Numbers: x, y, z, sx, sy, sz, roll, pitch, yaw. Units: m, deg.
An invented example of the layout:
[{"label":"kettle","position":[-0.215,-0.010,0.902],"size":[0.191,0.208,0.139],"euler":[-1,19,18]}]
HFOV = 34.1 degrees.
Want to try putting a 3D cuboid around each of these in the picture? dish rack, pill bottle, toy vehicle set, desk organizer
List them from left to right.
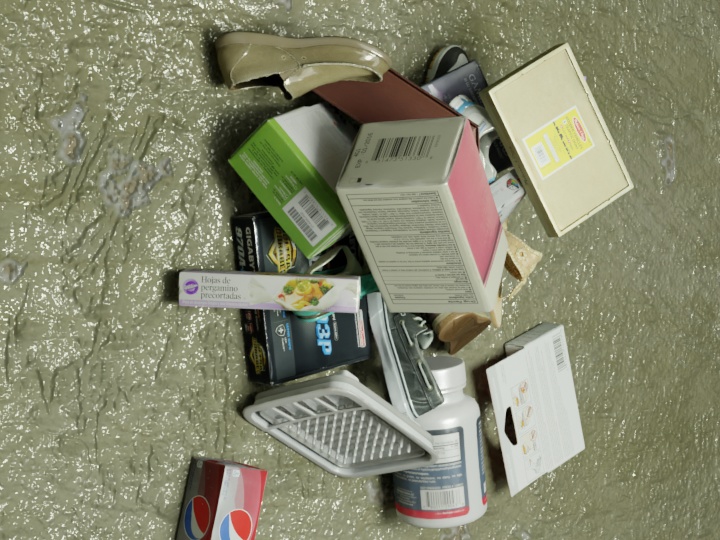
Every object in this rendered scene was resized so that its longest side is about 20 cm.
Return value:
[{"label":"dish rack","position":[-0.019,0.179,1.383],"size":[0.200,0.172,0.044],"euler":[40,47,-35]},{"label":"desk organizer","position":[0.038,-0.179,1.377],"size":[0.077,0.200,0.072],"euler":[-50,163,-11]},{"label":"pill bottle","position":[0.097,0.217,1.507],"size":[0.120,0.120,0.200],"euler":[-11,100,-40]},{"label":"toy vehicle set","position":[0.238,-0.157,1.418],"size":[0.124,0.027,0.200],"euler":[-32,104,-17]}]

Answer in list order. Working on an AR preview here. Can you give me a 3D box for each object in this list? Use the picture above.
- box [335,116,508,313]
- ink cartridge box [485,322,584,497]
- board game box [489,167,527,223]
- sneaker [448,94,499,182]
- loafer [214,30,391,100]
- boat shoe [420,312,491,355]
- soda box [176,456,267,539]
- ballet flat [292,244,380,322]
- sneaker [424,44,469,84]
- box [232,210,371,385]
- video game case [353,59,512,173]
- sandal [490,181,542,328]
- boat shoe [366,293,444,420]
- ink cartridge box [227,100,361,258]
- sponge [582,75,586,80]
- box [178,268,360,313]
[{"label":"box","position":[0.073,-0.057,1.287],"size":[0.200,0.128,0.109],"euler":[66,33,-42]},{"label":"ink cartridge box","position":[0.240,0.197,1.680],"size":[0.173,0.044,0.200],"euler":[-23,108,-37]},{"label":"board game box","position":[0.128,-0.038,1.481],"size":[0.126,0.200,0.035],"euler":[-34,77,-35]},{"label":"sneaker","position":[0.114,-0.110,1.418],"size":[0.200,0.087,0.075],"euler":[-65,159,0]},{"label":"loafer","position":[-0.065,-0.226,1.327],"size":[0.200,0.076,0.068],"euler":[3,85,-2]},{"label":"boat shoe","position":[0.115,0.057,1.517],"size":[0.072,0.072,0.200],"euler":[-40,163,6]},{"label":"soda box","position":[-0.165,0.315,1.318],"size":[0.063,0.070,0.200],"euler":[16,82,-41]},{"label":"ballet flat","position":[0.000,0.000,1.381],"size":[0.200,0.067,0.070],"euler":[-20,112,-38]},{"label":"sneaker","position":[0.133,-0.196,1.535],"size":[0.076,0.088,0.200],"euler":[4,89,-40]},{"label":"box","position":[-0.068,0.023,1.401],"size":[0.159,0.046,0.200],"euler":[-11,100,-40]},{"label":"video game case","position":[0.087,-0.157,1.471],"size":[0.200,0.019,0.143],"euler":[-28,99,-10]},{"label":"sandal","position":[0.208,-0.029,1.571],"size":[0.078,0.070,0.212],"euler":[56,31,-59]},{"label":"boat shoe","position":[0.058,0.089,1.447],"size":[0.072,0.071,0.200],"euler":[57,16,-63]},{"label":"ink cartridge box","position":[-0.039,-0.114,1.367],"size":[0.148,0.076,0.200],"euler":[51,29,3]},{"label":"sponge","position":[0.209,-0.190,1.526],"size":[0.030,0.200,0.112],"euler":[4,90,-36]},{"label":"box","position":[-0.099,0.022,1.297],"size":[0.200,0.041,0.039],"euler":[2,94,2]}]
